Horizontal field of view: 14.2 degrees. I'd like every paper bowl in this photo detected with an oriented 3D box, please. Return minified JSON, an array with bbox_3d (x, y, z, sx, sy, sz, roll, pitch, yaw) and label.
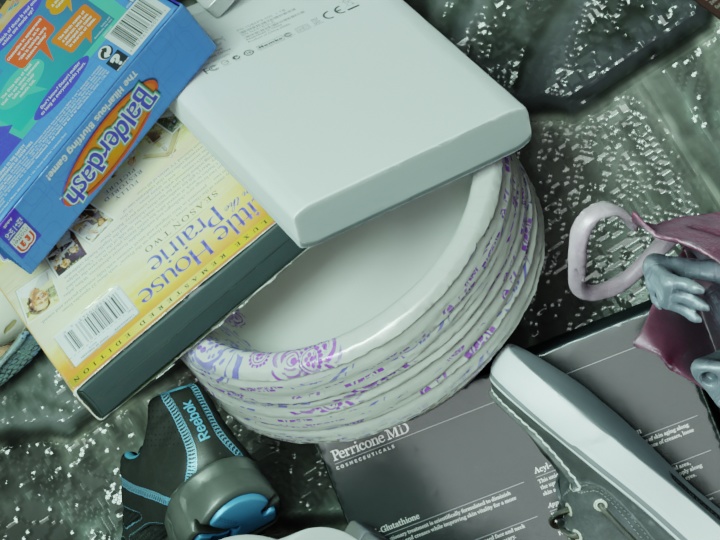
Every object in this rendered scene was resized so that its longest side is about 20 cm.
[{"bbox_3d":[0.000,0.000,1.489,0.200,0.201,0.104,-30,133,8],"label":"paper bowl"}]

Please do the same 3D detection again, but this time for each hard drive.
[{"bbox_3d":[-0.020,-0.092,1.465,0.131,0.200,0.027,-25,129,-16],"label":"hard drive"}]

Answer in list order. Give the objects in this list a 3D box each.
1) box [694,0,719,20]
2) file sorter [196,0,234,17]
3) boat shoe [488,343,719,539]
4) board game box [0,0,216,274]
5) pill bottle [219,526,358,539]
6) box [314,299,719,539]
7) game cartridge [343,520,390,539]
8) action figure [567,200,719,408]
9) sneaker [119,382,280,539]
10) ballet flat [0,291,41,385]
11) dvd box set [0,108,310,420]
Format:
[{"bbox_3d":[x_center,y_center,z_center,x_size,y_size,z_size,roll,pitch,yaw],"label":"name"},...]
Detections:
[{"bbox_3d":[0.200,-0.184,1.454,0.199,0.075,0.100,33,59,-9],"label":"box"},{"bbox_3d":[-0.072,-0.264,1.481,0.200,0.124,0.139,-46,58,8],"label":"file sorter"},{"bbox_3d":[0.131,0.122,1.449,0.200,0.070,0.066,41,99,-7],"label":"boat shoe"},{"bbox_3d":[-0.191,-0.107,1.501,0.200,0.045,0.152,34,81,37],"label":"board game box"},{"bbox_3d":[-0.074,0.194,1.412,0.200,0.112,0.113,-29,88,43],"label":"pill bottle"},{"bbox_3d":[0.096,0.113,1.522,0.199,0.079,0.142,-21,93,9],"label":"box"},{"bbox_3d":[-0.020,0.233,1.442,0.038,0.130,0.201,30,91,-24],"label":"game cartridge"},{"bbox_3d":[0.207,-0.019,1.474,0.148,0.134,0.200,23,53,16],"label":"action figure"},{"bbox_3d":[-0.091,0.131,1.515,0.073,0.200,0.082,-16,65,-26],"label":"sneaker"},{"bbox_3d":[-0.223,0.044,1.568,0.074,0.074,0.200,40,97,4],"label":"ballet flat"},{"bbox_3d":[-0.123,-0.027,1.493,0.146,0.200,0.029,-40,131,-3],"label":"dvd box set"}]
